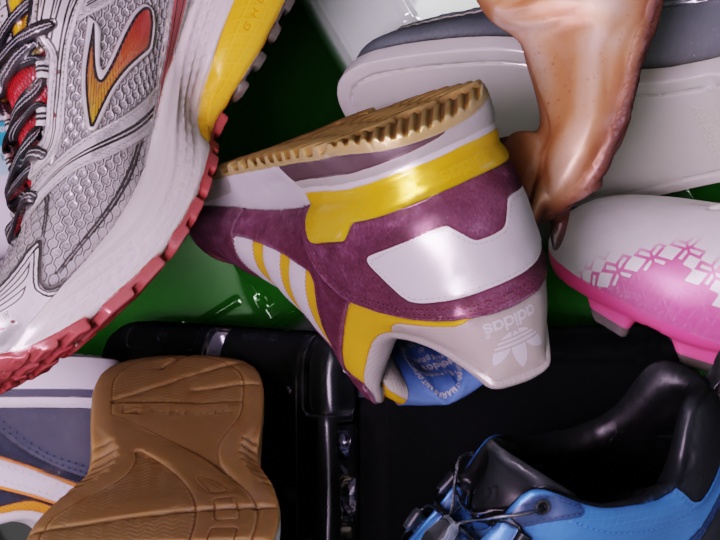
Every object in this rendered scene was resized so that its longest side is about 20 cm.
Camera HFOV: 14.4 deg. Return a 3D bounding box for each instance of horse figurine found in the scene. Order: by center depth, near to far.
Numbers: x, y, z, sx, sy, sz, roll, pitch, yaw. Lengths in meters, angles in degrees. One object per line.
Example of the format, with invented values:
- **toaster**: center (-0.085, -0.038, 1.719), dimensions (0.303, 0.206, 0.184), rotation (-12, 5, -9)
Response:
- **horse figurine**: center (0.080, -0.117, 0.866), dimensions (0.200, 0.050, 0.133), rotation (-44, 49, -4)

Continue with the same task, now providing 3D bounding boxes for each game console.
- **game console**: center (0.009, 0.117, 0.953), dimensions (0.176, 0.116, 0.200), rotation (2, 93, 45)

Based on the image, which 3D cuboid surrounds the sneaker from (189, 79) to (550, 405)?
- **sneaker**: center (0.000, 0.000, 0.866), dimensions (0.075, 0.200, 0.090), rotation (-21, 94, -14)

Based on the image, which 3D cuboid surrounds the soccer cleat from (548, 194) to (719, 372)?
- **soccer cleat**: center (0.161, -0.005, 0.878), dimensions (0.200, 0.070, 0.086), rotation (16, 113, 6)

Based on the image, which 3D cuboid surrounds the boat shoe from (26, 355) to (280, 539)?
- **boat shoe**: center (-0.056, 0.091, 0.834), dimensions (0.071, 0.200, 0.069), rotation (1, 111, 4)

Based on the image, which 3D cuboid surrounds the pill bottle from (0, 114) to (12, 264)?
- **pill bottle**: center (-0.149, -0.097, 0.936), dimensions (0.111, 0.111, 0.200), rotation (-14, 89, 15)

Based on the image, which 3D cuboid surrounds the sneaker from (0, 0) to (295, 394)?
- **sneaker**: center (-0.087, -0.048, 0.866), dimensions (0.082, 0.200, 0.078), rotation (32, 144, -18)

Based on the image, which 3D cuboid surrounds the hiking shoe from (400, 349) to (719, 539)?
- **hiking shoe**: center (0.029, 0.090, 0.849), dimensions (0.074, 0.200, 0.087), rotation (33, 140, 49)

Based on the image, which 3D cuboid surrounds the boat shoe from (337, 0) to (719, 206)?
- **boat shoe**: center (0.092, -0.067, 0.911), dimensions (0.200, 0.073, 0.062), rotation (-1, 49, 22)

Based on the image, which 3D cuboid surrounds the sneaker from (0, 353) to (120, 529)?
- **sneaker**: center (-0.176, 0.064, 0.919), dimensions (0.200, 0.078, 0.080), rotation (2, 87, -13)
